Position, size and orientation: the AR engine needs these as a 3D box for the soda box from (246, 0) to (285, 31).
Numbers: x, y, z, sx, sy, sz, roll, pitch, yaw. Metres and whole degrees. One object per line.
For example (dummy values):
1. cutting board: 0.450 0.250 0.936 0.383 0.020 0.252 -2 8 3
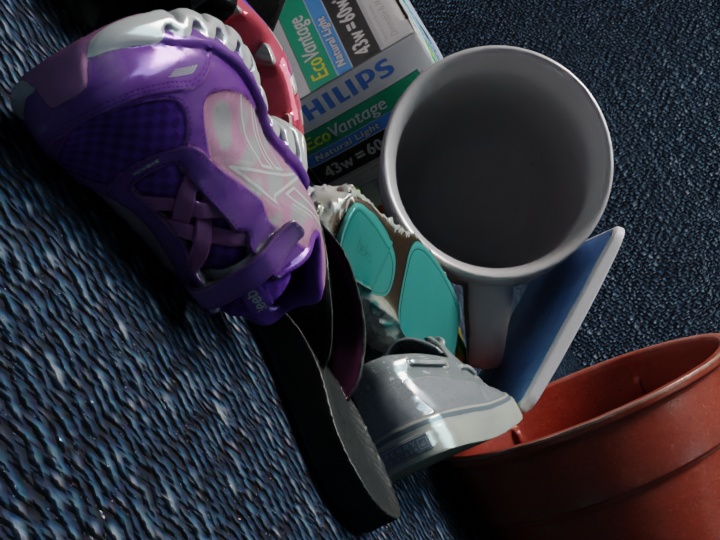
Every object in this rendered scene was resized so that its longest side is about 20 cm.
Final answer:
1. soda box: -0.055 -0.266 0.944 0.070 0.201 0.063 18 22 -15

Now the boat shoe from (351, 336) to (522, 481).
1. boat shoe: 0.041 0.069 0.797 0.072 0.070 0.201 67 13 8

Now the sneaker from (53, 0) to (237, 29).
1. sneaker: -0.076 -0.162 0.687 0.199 0.077 0.112 -11 72 -46

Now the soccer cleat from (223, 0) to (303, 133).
1. soccer cleat: -0.084 -0.126 0.767 0.201 0.066 0.076 59 4 10

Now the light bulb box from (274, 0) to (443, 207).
1. light bulb box: -0.002 -0.155 1.114 0.200 0.124 0.199 51 13 -51

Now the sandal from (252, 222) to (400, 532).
1. sandal: -0.019 0.026 0.677 0.201 0.048 0.075 64 10 24

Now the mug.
1. mug: 0.084 -0.034 0.965 0.175 0.147 0.201 92 -1 -85

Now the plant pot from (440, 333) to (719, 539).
1. plant pot: 0.176 0.169 0.907 0.201 0.200 0.196 -33 101 -81

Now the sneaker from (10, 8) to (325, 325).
1. sneaker: -0.059 -0.029 0.552 0.200 0.080 0.089 40 29 -68

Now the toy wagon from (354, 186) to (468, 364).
1. toy wagon: 0.029 0.012 1.021 0.156 0.039 0.200 57 9 -20

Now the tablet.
1. tablet: 0.120 0.039 0.953 0.014 0.131 0.200 30 -8 -3

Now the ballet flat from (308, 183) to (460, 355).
1. ballet flat: 0.000 0.000 0.821 0.200 0.071 0.072 47 15 -58
